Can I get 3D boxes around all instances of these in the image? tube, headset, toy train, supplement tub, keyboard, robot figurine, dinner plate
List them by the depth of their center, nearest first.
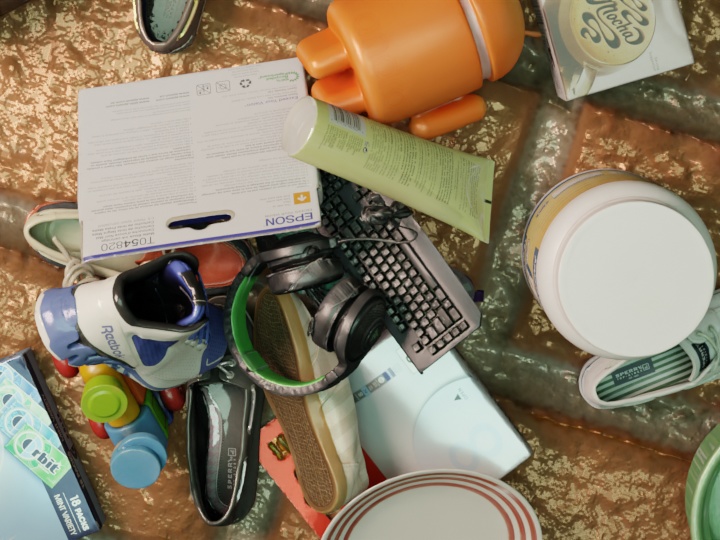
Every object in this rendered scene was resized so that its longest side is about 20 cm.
[{"bbox_3d":[-0.033,0.017,1.510,0.200,0.094,0.124,-45,76,19],"label":"headset"},{"bbox_3d":[0.030,-0.085,1.532,0.200,0.052,0.058,19,105,-30],"label":"tube"},{"bbox_3d":[0.211,-0.006,1.540,0.144,0.200,0.145,0,97,0],"label":"supplement tub"},{"bbox_3d":[0.050,-0.191,1.556,0.200,0.117,0.144,-23,76,-4],"label":"robot figurine"},{"bbox_3d":[0.000,0.000,1.557,0.127,0.021,0.200,-41,76,19],"label":"keyboard"},{"bbox_3d":[-0.217,0.080,1.564,0.085,0.116,0.200,-22,119,5],"label":"toy train"},{"bbox_3d":[0.059,0.245,1.631,0.200,0.024,0.200,-5,124,-8],"label":"dinner plate"}]

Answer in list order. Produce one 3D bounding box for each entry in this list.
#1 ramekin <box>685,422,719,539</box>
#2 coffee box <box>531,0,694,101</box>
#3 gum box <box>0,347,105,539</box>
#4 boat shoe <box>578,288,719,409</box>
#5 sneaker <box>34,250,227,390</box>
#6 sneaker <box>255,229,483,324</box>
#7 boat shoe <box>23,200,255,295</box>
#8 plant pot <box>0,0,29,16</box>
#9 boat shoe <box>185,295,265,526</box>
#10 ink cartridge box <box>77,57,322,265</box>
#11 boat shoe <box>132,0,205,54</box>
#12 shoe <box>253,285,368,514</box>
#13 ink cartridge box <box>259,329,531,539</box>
[{"bbox_3d":[0.376,0.204,1.621,0.200,0.098,0.200,0,97,-1],"label":"ramekin"},{"bbox_3d":[0.195,-0.254,1.568,0.113,0.080,0.200,-15,97,3],"label":"coffee box"},{"bbox_3d":[-0.349,0.183,1.639,0.200,0.045,0.170,-23,97,3],"label":"gum box"},{"bbox_3d":[0.287,0.073,1.618,0.200,0.067,0.074,-28,97,3],"label":"boat shoe"},{"bbox_3d":[-0.153,0.041,1.510,0.115,0.199,0.081,-20,72,29],"label":"sneaker"},{"bbox_3d":[0.006,-0.001,1.613,0.200,0.088,0.075,25,102,21],"label":"sneaker"},{"bbox_3d":[-0.189,-0.019,1.606,0.200,0.063,0.071,13,95,-3],"label":"boat shoe"},{"bbox_3d":[-0.283,-0.298,1.524,0.200,0.187,0.187,-18,97,-11],"label":"plant pot"},{"bbox_3d":[-0.118,0.124,1.621,0.067,0.057,0.200,0,96,13],"label":"boat shoe"},{"bbox_3d":[-0.133,-0.083,1.544,0.199,0.200,0.041,-8,139,1],"label":"ink cartridge box"},{"bbox_3d":[-0.151,-0.280,1.572,0.072,0.060,0.200,12,97,-1],"label":"boat shoe"},{"bbox_3d":[-0.041,0.106,1.603,0.053,0.070,0.200,-15,89,-38],"label":"shoe"},{"bbox_3d":[0.023,0.153,1.637,0.200,0.047,0.160,-38,96,3],"label":"ink cartridge box"}]
